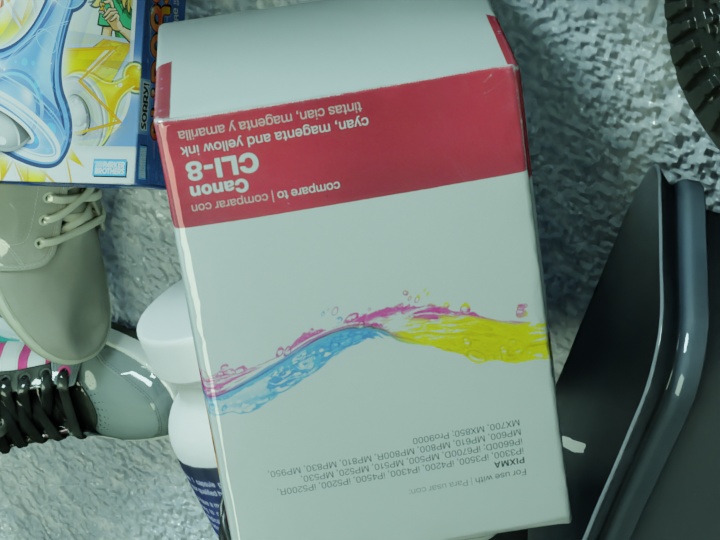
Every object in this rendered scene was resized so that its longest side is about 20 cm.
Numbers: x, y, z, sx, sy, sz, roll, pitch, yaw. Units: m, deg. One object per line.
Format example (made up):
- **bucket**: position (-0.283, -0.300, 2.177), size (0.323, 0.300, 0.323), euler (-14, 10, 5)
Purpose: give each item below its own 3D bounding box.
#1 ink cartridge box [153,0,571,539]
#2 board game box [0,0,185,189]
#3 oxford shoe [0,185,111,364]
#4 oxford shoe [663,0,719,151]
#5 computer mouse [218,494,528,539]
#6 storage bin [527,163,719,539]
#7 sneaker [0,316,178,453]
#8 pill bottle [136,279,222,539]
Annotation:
- **ink cartridge box**: position (0.000, 0.000, 0.971), size (0.144, 0.145, 0.201), euler (-9, 111, -1)
- **board game box**: position (-0.173, -0.108, 1.097), size (0.199, 0.034, 0.136), euler (2, 88, 30)
- **oxford shoe**: position (-0.159, -0.039, 1.174), size (0.058, 0.075, 0.201), euler (10, 122, 35)
- **oxford shoe**: position (0.175, -0.075, 0.899), size (0.073, 0.084, 0.201), euler (-18, 92, 59)
- **computer mouse**: position (0.038, 0.142, 1.054), size (0.046, 0.199, 0.141), euler (-33, 72, 46)
- **storage bin**: position (0.158, 0.064, 0.980), size (0.134, 0.146, 0.201), euler (12, 134, -6)
- **sneaker**: position (-0.195, 0.078, 1.255), size (0.199, 0.121, 0.084), euler (6, 125, 34)
- **pill bottle**: position (-0.025, 0.093, 1.141), size (0.115, 0.116, 0.201), euler (-7, 118, 40)
